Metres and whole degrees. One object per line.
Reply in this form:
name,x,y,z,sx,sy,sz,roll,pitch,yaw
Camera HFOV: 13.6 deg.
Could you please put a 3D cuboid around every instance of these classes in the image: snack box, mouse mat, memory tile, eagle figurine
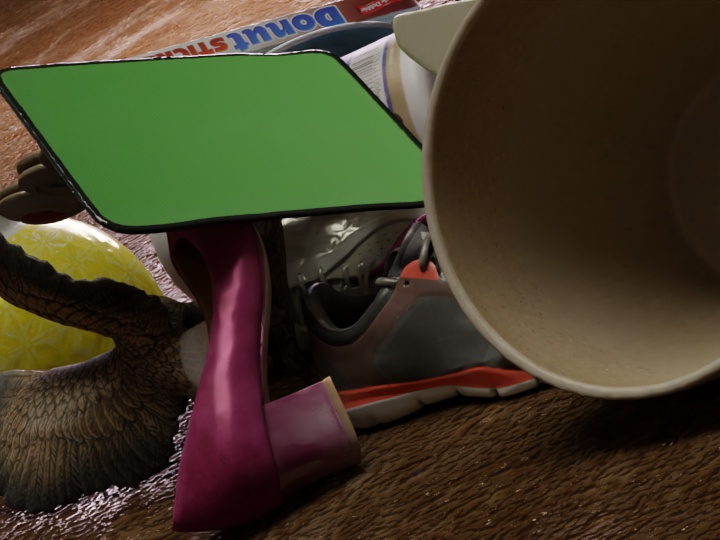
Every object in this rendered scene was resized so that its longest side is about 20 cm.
snack box,-0.059,-0.122,1.847,0.199,0.024,0.072,-18,-34,-26
mouse mat,-0.067,-0.067,1.494,0.199,0.008,0.161,-5,34,-29
memory tile,-0.085,-0.053,1.594,0.199,0.017,0.153,-2,-17,-21
eagle figurine,-0.129,0.037,1.569,0.199,0.153,0.151,-9,-22,2

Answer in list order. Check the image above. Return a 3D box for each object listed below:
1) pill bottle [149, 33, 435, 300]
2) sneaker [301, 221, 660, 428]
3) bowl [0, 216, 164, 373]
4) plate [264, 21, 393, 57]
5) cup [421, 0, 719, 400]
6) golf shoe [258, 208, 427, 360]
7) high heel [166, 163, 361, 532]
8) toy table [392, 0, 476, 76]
pill bottle,-0.020,-0.056,1.751,0.199,0.120,0.120,-22,13,24
sneaker,0.053,0.013,1.433,0.199,0.082,0.077,-20,14,26
bowl,-0.234,0.017,1.903,0.199,0.108,0.200,-24,14,6
plate,-0.043,-0.089,1.862,0.199,0.026,0.200,-26,-28,-15
cup,0.148,-0.046,1.312,0.200,0.201,0.143,-17,-10,34
golf shoe,0.000,0.000,1.611,0.199,0.076,0.092,-25,16,8
high heel,-0.081,0.033,1.445,0.096,0.201,0.067,-21,-26,-13
toy table,0.113,-0.088,1.494,0.183,0.118,0.200,-10,-2,7
